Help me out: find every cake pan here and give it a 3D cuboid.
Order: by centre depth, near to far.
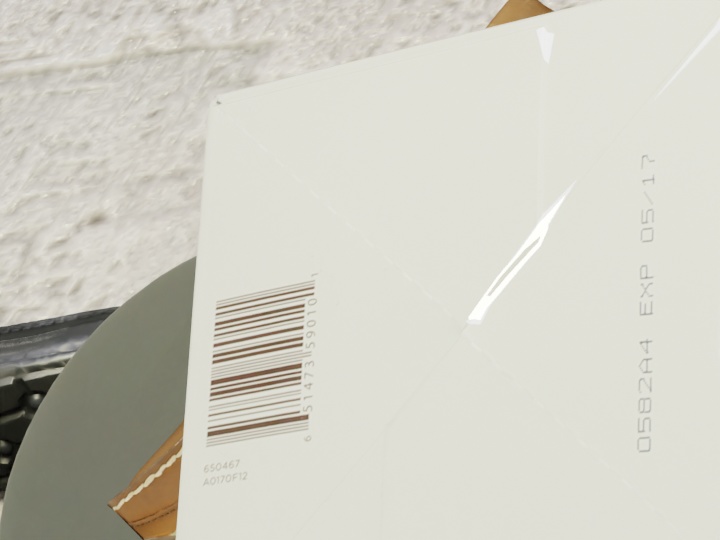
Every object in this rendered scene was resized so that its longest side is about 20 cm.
[{"bbox_3d":[-0.033,0.071,0.895,0.199,0.037,0.201,-17,53,23],"label":"cake pan"}]

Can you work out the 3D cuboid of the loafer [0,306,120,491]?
[{"bbox_3d":[-0.148,0.046,1.045,0.200,0.068,0.071,-19,43,25],"label":"loafer"}]

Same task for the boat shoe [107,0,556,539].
[{"bbox_3d":[0.000,0.000,0.831,0.200,0.074,0.076,-43,-2,-9],"label":"boat shoe"}]

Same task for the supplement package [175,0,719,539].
[{"bbox_3d":[0.072,0.051,0.696,0.150,0.200,0.153,-11,62,28],"label":"supplement package"}]
